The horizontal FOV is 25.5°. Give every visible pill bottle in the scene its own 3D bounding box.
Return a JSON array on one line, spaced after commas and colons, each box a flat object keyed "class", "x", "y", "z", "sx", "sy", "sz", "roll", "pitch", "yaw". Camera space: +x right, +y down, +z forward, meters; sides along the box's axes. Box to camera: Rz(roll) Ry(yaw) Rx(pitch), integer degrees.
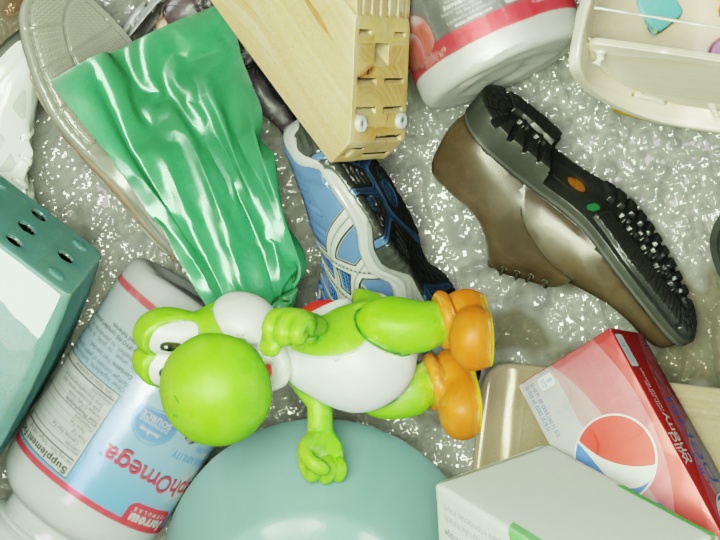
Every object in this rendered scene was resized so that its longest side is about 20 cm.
[{"class": "pill bottle", "x": -0.149, "y": 0.102, "z": 0.986, "sx": 0.108, "sy": 0.109, "sz": 0.201, "roll": 33, "pitch": 92, "yaw": 7}, {"class": "pill bottle", "x": 0.051, "y": -0.211, "z": 0.978, "sx": 0.110, "sy": 0.111, "sz": 0.202, "roll": -23, "pitch": 85, "yaw": 5}]

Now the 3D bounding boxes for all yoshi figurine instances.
[{"class": "yoshi figurine", "x": -0.027, "y": 0.060, "z": 0.874, "sx": 0.198, "sy": 0.112, "sz": 0.114, "roll": 1, "pitch": 83, "yaw": -5}]

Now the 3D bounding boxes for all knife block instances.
[{"class": "knife block", "x": -0.057, "y": -0.171, "z": 0.947, "sx": 0.174, "sy": 0.064, "sz": 0.202, "roll": 7, "pitch": 99, "yaw": 32}]

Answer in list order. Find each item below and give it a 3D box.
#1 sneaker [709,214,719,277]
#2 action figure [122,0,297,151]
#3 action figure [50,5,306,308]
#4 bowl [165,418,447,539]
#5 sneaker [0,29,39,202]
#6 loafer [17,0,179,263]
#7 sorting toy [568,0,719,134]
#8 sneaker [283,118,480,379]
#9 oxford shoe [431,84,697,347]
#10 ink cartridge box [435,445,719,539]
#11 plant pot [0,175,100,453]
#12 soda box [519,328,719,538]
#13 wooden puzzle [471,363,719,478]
[{"class": "sneaker", "x": 0.281, "y": 0.044, "z": 0.956, "sx": 0.075, "sy": 0.079, "sz": 0.200, "roll": -40, "pitch": 85, "yaw": 3}, {"class": "action figure", "x": -0.068, "y": -0.136, "z": 1.013, "sx": 0.130, "sy": 0.069, "sz": 0.200, "roll": -46, "pitch": 80, "yaw": 10}, {"class": "action figure", "x": -0.088, "y": -0.045, "z": 0.949, "sx": 0.117, "sy": 0.055, "sz": 0.201, "roll": -26, "pitch": 89, "yaw": -13}, {"class": "bowl", "x": -0.026, "y": 0.199, "z": 0.933, "sx": 0.198, "sy": 0.105, "sz": 0.203, "roll": 1, "pitch": 103, "yaw": 2}, {"class": "sneaker", "x": -0.217, "y": -0.049, "z": 1.029, "sx": 0.115, "sy": 0.076, "sz": 0.202, "roll": 28, "pitch": 98, "yaw": -2}, {"class": "loafer", "x": -0.153, "y": -0.084, "z": 0.999, "sx": 0.072, "sy": 0.063, "sz": 0.201, "roll": -39, "pitch": 97, "yaw": -27}, {"class": "sorting toy", "x": 0.237, "y": -0.180, "z": 0.967, "sx": 0.198, "sy": 0.107, "sz": 0.182, "roll": 10, "pitch": 81, "yaw": 7}, {"class": "sneaker", "x": 0.000, "y": 0.000, "z": 0.965, "sx": 0.076, "sy": 0.076, "sz": 0.201, "roll": -22, "pitch": 111, "yaw": 19}, {"class": "oxford shoe", "x": 0.126, "y": -0.019, "z": 0.991, "sx": 0.200, "sy": 0.073, "sz": 0.084, "roll": 44, "pitch": 120, "yaw": 1}, {"class": "ink cartridge box", "x": 0.117, "y": 0.218, "z": 0.860, "sx": 0.083, "sy": 0.146, "sz": 0.202, "roll": -14, "pitch": 110, "yaw": -29}, {"class": "plant pot", "x": -0.253, "y": 0.049, "z": 0.951, "sx": 0.141, "sy": 0.141, "sz": 0.200, "roll": 38, "pitch": 105, "yaw": -8}, {"class": "soda box", "x": 0.171, "y": 0.136, "z": 0.904, "sx": 0.070, "sy": 0.063, "sz": 0.201, "roll": -34, "pitch": 70, "yaw": 21}, {"class": "wooden puzzle", "x": 0.161, "y": 0.158, "z": 0.964, "sx": 0.198, "sy": 0.037, "sz": 0.187, "roll": 6, "pitch": 88, "yaw": 28}]
